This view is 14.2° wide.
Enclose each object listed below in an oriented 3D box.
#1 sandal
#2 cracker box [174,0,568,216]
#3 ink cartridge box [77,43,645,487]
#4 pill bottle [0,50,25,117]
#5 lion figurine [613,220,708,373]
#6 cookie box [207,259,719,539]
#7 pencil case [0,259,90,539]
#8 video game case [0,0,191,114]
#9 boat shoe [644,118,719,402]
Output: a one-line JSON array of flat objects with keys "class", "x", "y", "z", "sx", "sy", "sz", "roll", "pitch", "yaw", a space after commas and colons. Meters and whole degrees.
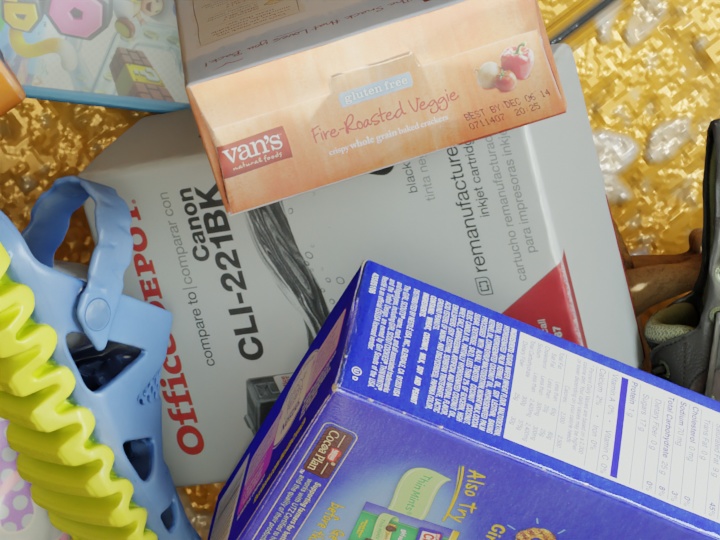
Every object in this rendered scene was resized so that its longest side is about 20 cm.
[{"class": "sandal", "x": -0.105, "y": 0.042, "z": 1.156, "sx": 0.087, "sy": 0.079, "sz": 0.200, "roll": -41, "pitch": 125, "yaw": -27}, {"class": "cracker box", "x": -0.002, "y": -0.092, "z": 1.136, "sx": 0.134, "sy": 0.200, "sz": 0.058, "roll": -17, "pitch": 108, "yaw": 1}, {"class": "ink cartridge box", "x": 0.000, "y": 0.000, "z": 1.192, "sx": 0.199, "sy": 0.084, "sz": 0.145, "roll": -9, "pitch": 107, "yaw": 22}, {"class": "pill bottle", "x": -0.232, "y": -0.042, "z": 1.140, "sx": 0.200, "sy": 0.106, "sz": 0.106, "roll": -35, "pitch": 102, "yaw": -1}, {"class": "lion figurine", "x": 0.105, "y": 0.046, "z": 1.264, "sx": 0.122, "sy": 0.072, "sz": 0.201, "roll": -14, "pitch": 103, "yaw": -2}, {"class": "cookie box", "x": 0.056, "y": 0.104, "z": 1.134, "sx": 0.199, "sy": 0.075, "sz": 0.171, "roll": 22, "pitch": 136, "yaw": -9}, {"class": "pencil case", "x": -0.159, "y": 0.087, "z": 1.225, "sx": 0.083, "sy": 0.091, "sz": 0.201, "roll": 10, "pitch": 100, "yaw": 9}, {"class": "video game case", "x": -0.125, "y": -0.144, "z": 1.229, "sx": 0.199, "sy": 0.018, "sz": 0.144, "roll": 6, "pitch": 98, "yaw": -8}, {"class": "boat shoe", "x": 0.149, "y": 0.030, "z": 1.201, "sx": 0.065, "sy": 0.073, "sz": 0.201, "roll": 13, "pitch": 102, "yaw": -1}]
